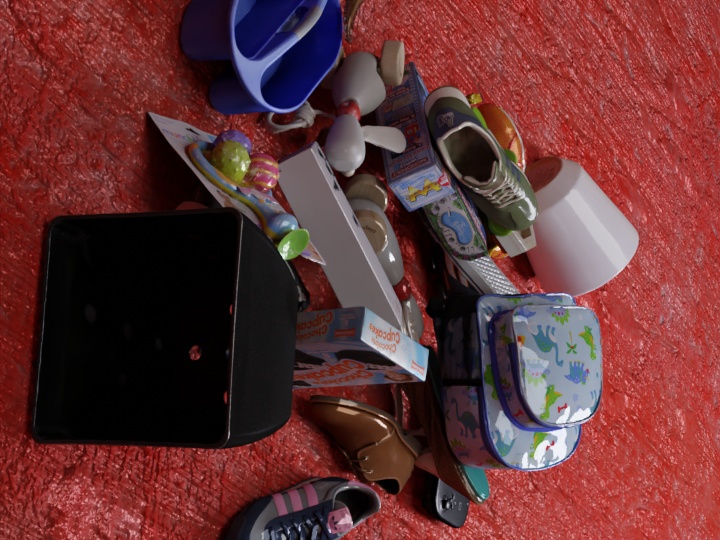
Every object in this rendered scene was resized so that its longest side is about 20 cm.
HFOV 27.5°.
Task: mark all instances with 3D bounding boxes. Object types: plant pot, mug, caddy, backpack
[{"bbox_3d":[-0.156,0.065,1.319,0.177,0.198,0.202,24,66,-62],"label":"plant pot"},{"bbox_3d":[0.265,-0.073,1.988,0.149,0.186,0.153,-42,116,-10],"label":"mug"},{"bbox_3d":[-0.090,-0.246,1.501,0.200,0.104,0.142,-57,131,-41],"label":"caddy"},{"bbox_3d":[0.181,0.127,1.669,0.182,0.146,0.202,1,86,-39],"label":"backpack"}]

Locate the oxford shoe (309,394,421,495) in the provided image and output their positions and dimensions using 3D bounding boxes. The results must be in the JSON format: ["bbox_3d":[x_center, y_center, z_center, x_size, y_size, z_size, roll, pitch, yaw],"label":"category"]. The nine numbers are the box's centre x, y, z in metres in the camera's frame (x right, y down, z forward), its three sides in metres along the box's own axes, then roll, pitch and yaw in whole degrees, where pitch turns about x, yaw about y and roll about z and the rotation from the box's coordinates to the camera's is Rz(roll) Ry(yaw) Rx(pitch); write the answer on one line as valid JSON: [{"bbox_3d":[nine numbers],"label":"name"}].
[{"bbox_3d":[0.005,0.193,1.623,0.200,0.071,0.072,42,58,-46],"label":"oxford shoe"}]

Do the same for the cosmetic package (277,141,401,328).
[{"bbox_3d":[-0.021,-0.030,1.491,0.201,0.050,0.083,63,8,-8],"label":"cosmetic package"}]

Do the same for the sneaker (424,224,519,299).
[{"bbox_3d":[0.121,0.002,1.809,0.201,0.079,0.078,56,33,1],"label":"sneaker"}]

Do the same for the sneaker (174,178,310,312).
[{"bbox_3d":[-0.107,-0.033,1.487,0.200,0.066,0.091,44,54,-38],"label":"sneaker"}]

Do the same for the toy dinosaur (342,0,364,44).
[{"bbox_3d":[0.004,-0.349,1.642,0.200,0.181,0.105,-42,106,-10],"label":"toy dinosaur"}]

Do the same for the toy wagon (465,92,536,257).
[{"bbox_3d":[0.162,-0.117,1.782,0.201,0.039,0.155,67,19,0],"label":"toy wagon"}]

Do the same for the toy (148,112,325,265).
[{"bbox_3d":[-0.108,-0.092,1.405,0.115,0.047,0.200,17,30,-53],"label":"toy"}]

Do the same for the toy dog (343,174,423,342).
[{"bbox_3d":[0.000,0.000,1.614,0.132,0.096,0.202,-54,130,-75],"label":"toy dog"}]

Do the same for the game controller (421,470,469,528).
[{"bbox_3d":[0.118,0.211,1.802,0.104,0.042,0.202,33,61,-48],"label":"game controller"}]

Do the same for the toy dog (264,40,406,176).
[{"bbox_3d":[-0.008,-0.168,1.607,0.200,0.131,0.097,-55,149,-36],"label":"toy dog"}]

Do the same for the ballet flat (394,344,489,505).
[{"bbox_3d":[0.083,0.186,1.717,0.201,0.072,0.068,67,22,-3],"label":"ballet flat"}]

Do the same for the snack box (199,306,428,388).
[{"bbox_3d":[-0.046,0.080,1.449,0.116,0.199,0.037,34,57,-47],"label":"snack box"}]

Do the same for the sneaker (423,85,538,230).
[{"bbox_3d":[0.136,-0.106,1.622,0.201,0.067,0.090,52,15,-27],"label":"sneaker"}]

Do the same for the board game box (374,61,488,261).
[{"bbox_3d":[0.078,-0.109,1.680,0.201,0.061,0.200,61,15,-24],"label":"board game box"}]

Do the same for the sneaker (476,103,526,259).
[{"bbox_3d":[0.170,-0.114,1.881,0.077,0.073,0.202,-8,93,-56],"label":"sneaker"}]

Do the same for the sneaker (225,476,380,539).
[{"bbox_3d":[-0.057,0.259,1.516,0.200,0.082,0.071,-25,107,-53],"label":"sneaker"}]
